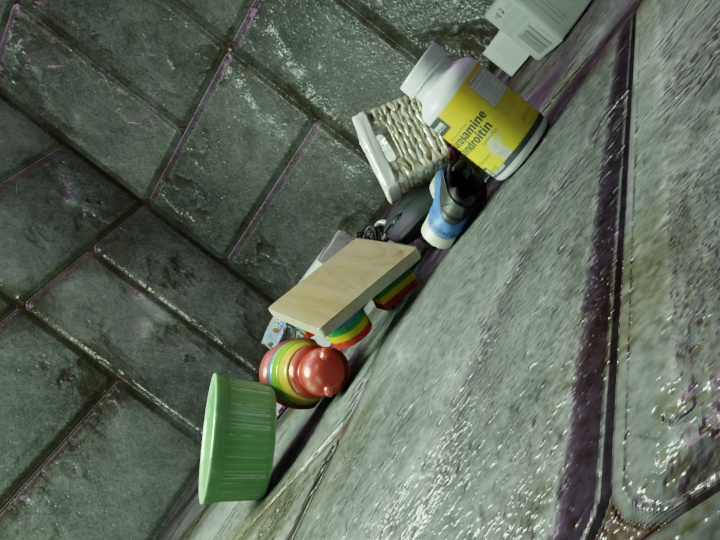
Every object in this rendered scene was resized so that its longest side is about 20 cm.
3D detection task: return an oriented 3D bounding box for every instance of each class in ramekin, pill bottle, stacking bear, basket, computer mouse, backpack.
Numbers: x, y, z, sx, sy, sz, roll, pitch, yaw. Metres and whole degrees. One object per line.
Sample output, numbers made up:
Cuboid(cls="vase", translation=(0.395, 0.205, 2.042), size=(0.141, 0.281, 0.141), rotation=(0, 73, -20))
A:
Cuboid(cls="ramekin", translation=(-0.193, 0.266, 1.265), size=(0.200, 0.097, 0.203), rotation=(-173, 90, -76))
Cuboid(cls="pill bottle", translation=(0.158, -0.230, 1.147), size=(0.112, 0.199, 0.112), rotation=(-52, 3, 4))
Cuboid(cls="stacking bear", translation=(-0.081, 0.163, 1.287), size=(0.200, 0.113, 0.123), rotation=(162, 109, -64))
Cuboid(cls="basket", translation=(0.073, -0.208, 1.368), size=(0.122, 0.137, 0.200), rotation=(-26, -4, 2))
Cuboid(cls="computer mouse", translation=(0.092, -0.094, 1.375), size=(0.199, 0.053, 0.139), rotation=(-35, 33, -1))
Cuboid(cls="backpack", translation=(-0.167, 0.160, 2.183), size=(0.190, 0.154, 0.200), rotation=(-42, -9, -46))

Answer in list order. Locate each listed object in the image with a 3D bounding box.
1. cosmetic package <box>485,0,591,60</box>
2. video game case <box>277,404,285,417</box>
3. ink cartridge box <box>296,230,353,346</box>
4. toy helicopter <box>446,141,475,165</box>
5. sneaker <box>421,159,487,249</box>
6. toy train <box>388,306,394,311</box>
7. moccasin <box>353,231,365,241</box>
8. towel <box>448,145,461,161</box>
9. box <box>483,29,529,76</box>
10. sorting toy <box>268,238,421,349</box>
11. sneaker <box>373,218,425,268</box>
Cuboid(cls="cosmetic package", translation=(0.405, -0.601, 1.738), size=(0.201, 0.164, 0.165), rotation=(-53, 5, -4))
Cuboid(cls="video game case", translation=(-0.171, 0.279, 1.899), size=(0.201, 0.036, 0.181), rotation=(-52, 4, 22))
Cuboid(cls="ink cartridge box", translation=(-0.064, 0.044, 1.847), size=(0.200, 0.147, 0.145), rotation=(-51, 4, 37))
Cuboid(cls="toy helicopter", translation=(0.188, -0.219, 1.409), size=(0.201, 0.131, 0.080), rotation=(99, 169, -59))
Cuboid(cls="sneaker", translation=(0.153, -0.130, 1.234), size=(0.112, 0.076, 0.201), rotation=(-58, 4, 39))
Cuboid(cls="toy train", translation=(0.048, 0.035, 1.395), size=(0.046, 0.034, 0.200), rotation=(-51, 4, 3))
Cuboid(cls="moccasin", translation=(-0.002, 0.000, 1.460), size=(0.202, 0.073, 0.078), rotation=(-99, 27, -63))
Cuboid(cls="towel", translation=(0.157, -0.180, 1.538), size=(0.145, 0.022, 0.202), rotation=(30, -97, -81))
Cuboid(cls="box", translation=(0.451, -0.662, 2.195), size=(0.153, 0.106, 0.200), rotation=(-56, 5, -36))
Cuboid(cls="sorting toy", translation=(-0.017, 0.041, 1.264), size=(0.198, 0.070, 0.199), rotation=(-39, 22, -19))
Cuboid(cls="sneaker", translation=(0.072, -0.066, 1.509), size=(0.078, 0.099, 0.200), rotation=(-52, 4, 11))
